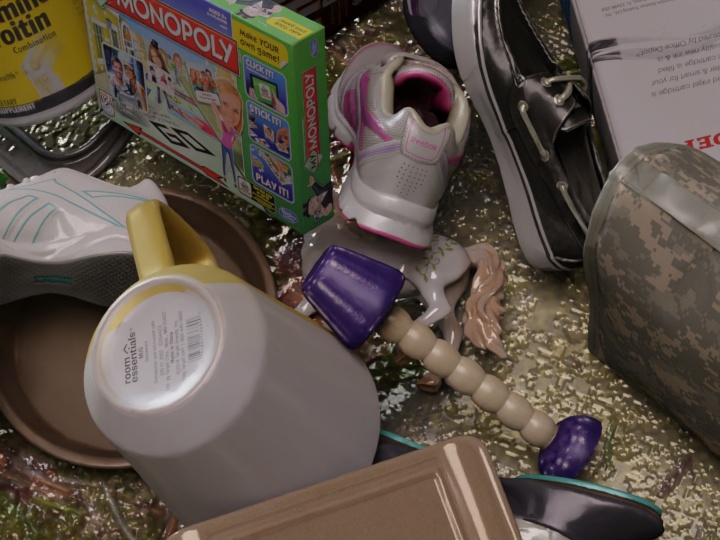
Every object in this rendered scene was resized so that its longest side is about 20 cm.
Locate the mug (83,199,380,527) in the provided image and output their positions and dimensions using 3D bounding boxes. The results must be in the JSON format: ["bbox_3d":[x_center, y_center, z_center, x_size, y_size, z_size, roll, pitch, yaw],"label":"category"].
[{"bbox_3d":[-0.097,0.063,1.071,0.186,0.153,0.150,32,82,32],"label":"mug"}]

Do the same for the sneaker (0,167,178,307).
[{"bbox_3d":[-0.215,-0.024,1.182,0.198,0.071,0.081,4,51,-13],"label":"sneaker"}]

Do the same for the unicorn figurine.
[{"bbox_3d":[0.000,0.000,1.184,0.198,0.074,0.138,13,65,-4],"label":"unicorn figurine"}]

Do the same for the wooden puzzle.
[{"bbox_3d":[0.007,0.208,1.030,0.198,0.037,0.186,-17,76,-14],"label":"wooden puzzle"}]

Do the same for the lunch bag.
[{"bbox_3d":[0.219,0.020,1.064,0.118,0.200,0.164,-43,66,-13],"label":"lunch bag"}]

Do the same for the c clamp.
[{"bbox_3d":[-0.221,-0.151,1.304,0.171,0.027,0.200,-40,65,-12],"label":"c clamp"}]

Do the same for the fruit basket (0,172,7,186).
[{"bbox_3d":[-0.342,-0.118,1.228,0.213,0.155,0.218,-2,80,14],"label":"fruit basket"}]

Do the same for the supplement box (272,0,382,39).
[{"bbox_3d":[-0.093,-0.252,1.264,0.199,0.133,0.197,-36,65,-17],"label":"supplement box"}]

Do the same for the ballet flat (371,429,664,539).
[{"bbox_3d":[0.079,0.151,1.095,0.198,0.073,0.074,13,67,20],"label":"ballet flat"}]

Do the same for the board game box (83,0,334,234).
[{"bbox_3d":[-0.097,-0.122,1.131,0.029,0.135,0.199,-33,47,-32],"label":"board game box"}]

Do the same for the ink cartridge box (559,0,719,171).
[{"bbox_3d":[0.221,-0.133,1.201,0.145,0.086,0.202,-13,65,2],"label":"ink cartridge box"}]

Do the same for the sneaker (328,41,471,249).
[{"bbox_3d":[0.032,-0.100,1.177,0.081,0.089,0.201,18,30,-18],"label":"sneaker"}]

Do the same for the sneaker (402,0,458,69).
[{"bbox_3d":[0.092,-0.217,1.218,0.074,0.087,0.201,40,44,-13],"label":"sneaker"}]

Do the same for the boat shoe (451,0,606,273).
[{"bbox_3d":[0.117,-0.099,1.156,0.063,0.071,0.202,-12,101,40],"label":"boat shoe"}]

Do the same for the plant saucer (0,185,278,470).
[{"bbox_3d":[-0.149,0.039,1.202,0.198,0.030,0.202,-3,64,7],"label":"plant saucer"}]

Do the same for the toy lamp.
[{"bbox_3d":[0.053,0.055,1.105,0.199,0.058,0.058,34,71,-7],"label":"toy lamp"}]

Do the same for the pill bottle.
[{"bbox_3d":[-0.239,-0.203,1.198,0.111,0.201,0.112,-15,35,11],"label":"pill bottle"}]
